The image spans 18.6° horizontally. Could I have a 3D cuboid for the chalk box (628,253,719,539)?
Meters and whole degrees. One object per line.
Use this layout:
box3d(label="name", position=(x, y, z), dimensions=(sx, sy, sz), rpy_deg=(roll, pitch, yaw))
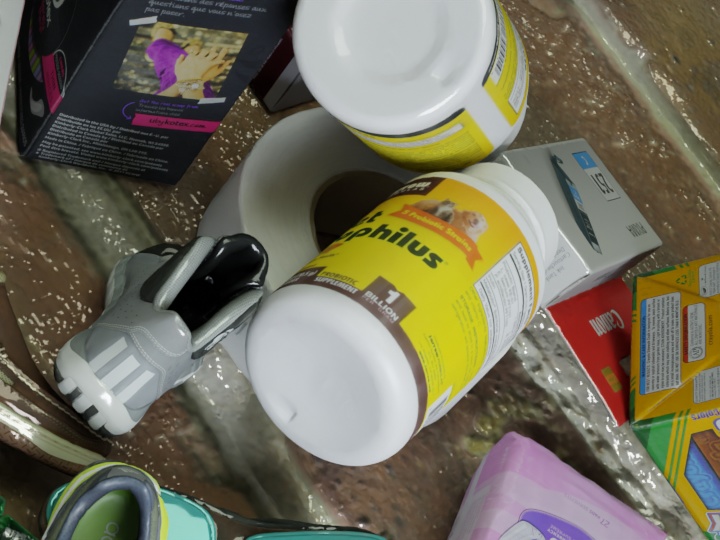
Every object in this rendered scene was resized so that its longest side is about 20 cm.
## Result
box3d(label="chalk box", position=(0.263, 0.094, 1.399), dimensions=(0.200, 0.123, 0.125), rpy_deg=(54, 31, -40))

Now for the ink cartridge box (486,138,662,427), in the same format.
box3d(label="ink cartridge box", position=(0.154, 0.001, 1.411), dimensions=(0.177, 0.045, 0.200), rpy_deg=(55, 20, 7))

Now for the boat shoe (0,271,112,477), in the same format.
box3d(label="boat shoe", position=(-0.210, 0.033, 1.173), dimensions=(0.202, 0.075, 0.075), rpy_deg=(34, 83, -8))

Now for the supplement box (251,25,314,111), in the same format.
box3d(label="supplement box", position=(-0.062, -0.212, 1.479), dimensions=(0.109, 0.061, 0.200), rpy_deg=(-21, 71, -41))

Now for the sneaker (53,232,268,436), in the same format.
box3d(label="sneaker", position=(-0.089, 0.014, 1.218), dimensions=(0.075, 0.115, 0.200), rpy_deg=(48, 21, -11))

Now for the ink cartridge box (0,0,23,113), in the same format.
box3d(label="ink cartridge box", position=(-0.289, -0.159, 1.289), dimensions=(0.176, 0.045, 0.201), rpy_deg=(20, 50, -19))

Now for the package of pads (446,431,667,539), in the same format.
box3d(label="package of pads", position=(0.096, 0.201, 1.267), dimensions=(0.120, 0.076, 0.200), rpy_deg=(32, 46, -6))

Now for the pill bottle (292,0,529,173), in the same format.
box3d(label="pill bottle", position=(0.037, -0.119, 1.278), dimensions=(0.114, 0.114, 0.200), rpy_deg=(55, 6, 13))

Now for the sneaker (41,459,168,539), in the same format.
box3d(label="sneaker", position=(-0.149, 0.183, 1.083), dimensions=(0.074, 0.081, 0.201), rpy_deg=(17, 73, -3))

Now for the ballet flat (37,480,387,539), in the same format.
box3d(label="ballet flat", position=(-0.076, 0.162, 1.178), dimensions=(0.199, 0.068, 0.068), rpy_deg=(13, 60, -5))

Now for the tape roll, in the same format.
box3d(label="tape roll", position=(0.000, 0.000, 1.355), dimensions=(0.202, 0.071, 0.203), rpy_deg=(18, 50, -23))

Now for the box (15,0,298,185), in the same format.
box3d(label="box", position=(-0.122, -0.159, 1.301), dimensions=(0.106, 0.200, 0.123), rpy_deg=(10, 52, -28))

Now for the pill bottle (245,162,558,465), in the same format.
box3d(label="pill bottle", position=(0.031, 0.016, 1.238), dimensions=(0.109, 0.109, 0.200), rpy_deg=(46, 45, 4))

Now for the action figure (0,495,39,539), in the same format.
box3d(label="action figure", position=(-0.250, 0.102, 1.131), dimensions=(0.200, 0.055, 0.118), rpy_deg=(33, 43, -14))
